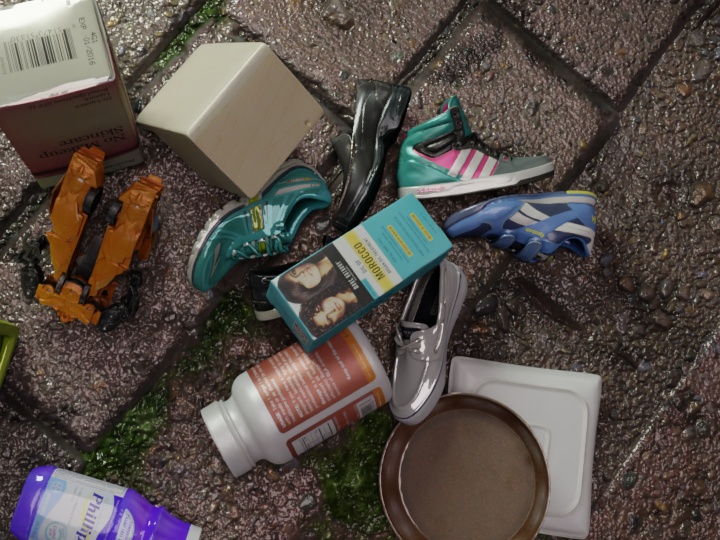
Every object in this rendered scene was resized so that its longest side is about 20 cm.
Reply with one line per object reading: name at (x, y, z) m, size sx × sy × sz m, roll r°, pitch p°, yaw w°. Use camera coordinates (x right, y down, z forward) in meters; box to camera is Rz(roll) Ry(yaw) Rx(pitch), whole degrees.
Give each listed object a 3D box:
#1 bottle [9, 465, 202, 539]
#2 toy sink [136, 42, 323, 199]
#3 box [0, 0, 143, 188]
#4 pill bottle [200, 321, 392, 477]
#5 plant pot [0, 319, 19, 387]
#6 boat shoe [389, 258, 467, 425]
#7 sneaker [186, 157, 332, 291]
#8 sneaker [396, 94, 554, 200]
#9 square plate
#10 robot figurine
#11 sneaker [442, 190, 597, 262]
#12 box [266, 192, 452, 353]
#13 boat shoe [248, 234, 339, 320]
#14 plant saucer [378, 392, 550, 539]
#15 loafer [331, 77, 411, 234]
bottle at (-0.277, 0.280, 0.946) m, size 0.198 × 0.065 × 0.084 m, roll 19°, pitch 80°, yaw -6°
toy sink at (-0.153, -0.173, 0.981) m, size 0.131 × 0.200 × 0.112 m, roll -51°, pitch 121°, yaw -11°
box at (-0.318, -0.187, 0.918) m, size 0.127 × 0.200 × 0.110 m, roll -16°, pitch 75°, yaw -10°
pill bottle at (-0.073, 0.145, 0.967) m, size 0.199 × 0.112 × 0.113 m, roll -28°, pitch 88°, yaw -10°
plant pot at (-0.496, 0.115, 0.872) m, size 0.180 × 0.200 × 0.201 m, roll 19°, pitch 82°, yaw 0°
boat shoe at (0.067, 0.078, 1.008) m, size 0.065 × 0.073 × 0.202 m, roll 33°, pitch 65°, yaw -47°
sneaker at (-0.118, -0.047, 0.991) m, size 0.200 × 0.078 × 0.080 m, roll -43°, pitch 70°, yaw -10°
sneaker at (0.136, -0.155, 1.051) m, size 0.198 × 0.084 × 0.122 m, roll -8°, pitch 94°, yaw -8°
square plate at (0.197, 0.216, 1.041) m, size 0.196 × 0.028 × 0.202 m, roll 8°, pitch 82°, yaw -8°
robot figurine at (-0.295, -0.027, 0.948) m, size 0.144 × 0.058 × 0.201 m, roll 26°, pitch 115°, yaw -5°
sneaker at (0.200, -0.050, 1.050) m, size 0.198 × 0.074 × 0.083 m, roll -5°, pitch 86°, yaw -8°
box at (0.000, 0.000, 0.950) m, size 0.199 × 0.049 × 0.083 m, roll -34°, pitch 79°, yaw -22°
boat shoe at (-0.040, -0.008, 1.007) m, size 0.198 × 0.075 × 0.067 m, roll -20°, pitch 105°, yaw -1°
plant saucer at (0.121, 0.244, 0.995) m, size 0.198 × 0.034 × 0.202 m, roll -3°, pitch 80°, yaw 16°
loafer at (-0.002, -0.140, 1.037) m, size 0.072 × 0.073 × 0.202 m, roll 19°, pitch 72°, yaw 3°
